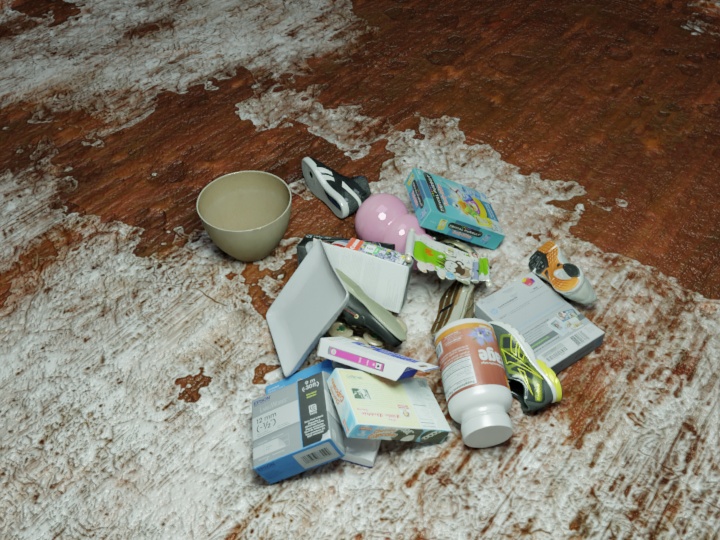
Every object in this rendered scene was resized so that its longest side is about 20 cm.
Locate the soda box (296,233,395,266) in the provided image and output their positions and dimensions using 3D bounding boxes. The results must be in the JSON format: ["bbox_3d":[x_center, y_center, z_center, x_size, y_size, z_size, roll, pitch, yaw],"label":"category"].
[{"bbox_3d":[-0.030,-0.023,1.504,0.197,0.072,0.063,7,29,15],"label":"soda box"}]

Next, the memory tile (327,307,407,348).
[{"bbox_3d":[-0.015,0.088,1.428,0.152,0.017,0.200,-21,45,-33],"label":"memory tile"}]

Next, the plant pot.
[{"bbox_3d":[-0.240,-0.099,1.562,0.197,0.136,0.202,-1,44,1],"label":"plant pot"}]

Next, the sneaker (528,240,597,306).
[{"bbox_3d":[0.411,0.014,1.482,0.076,0.092,0.201,-43,24,13],"label":"sneaker"}]

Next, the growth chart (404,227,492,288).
[{"bbox_3d":[0.175,-0.021,1.442,0.198,0.018,0.145,18,32,-13],"label":"growth chart"}]

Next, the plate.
[{"bbox_3d":[-0.097,0.070,1.363,0.032,0.200,0.201,25,20,-32],"label":"plate"}]

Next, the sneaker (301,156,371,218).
[{"bbox_3d":[-0.049,-0.206,1.719,0.111,0.074,0.200,-23,56,-25],"label":"sneaker"}]

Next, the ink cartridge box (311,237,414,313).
[{"bbox_3d":[0.000,0.000,1.439,0.198,0.110,0.050,18,32,12],"label":"ink cartridge box"}]

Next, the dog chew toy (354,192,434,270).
[{"bbox_3d":[0.082,-0.075,1.544,0.199,0.125,0.124,39,57,25],"label":"dog chew toy"}]

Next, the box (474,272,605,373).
[{"bbox_3d":[0.341,0.103,1.404,0.155,0.041,0.200,-26,50,-24],"label":"box"}]

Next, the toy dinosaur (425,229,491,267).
[{"bbox_3d":[0.188,-0.061,1.574,0.087,0.048,0.200,-18,49,-31],"label":"toy dinosaur"}]

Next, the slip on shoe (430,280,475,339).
[{"bbox_3d":[0.194,0.079,1.424,0.061,0.076,0.201,45,37,-12],"label":"slip on shoe"}]

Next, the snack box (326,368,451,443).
[{"bbox_3d":[0.048,0.228,1.220,0.198,0.037,0.117,13,35,-33],"label":"snack box"}]

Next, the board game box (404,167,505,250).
[{"bbox_3d":[0.204,-0.134,1.582,0.198,0.047,0.152,15,38,-27],"label":"board game box"}]

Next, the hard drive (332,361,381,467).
[{"bbox_3d":[-0.012,0.240,1.286,0.130,0.026,0.201,11,46,13],"label":"hard drive"}]

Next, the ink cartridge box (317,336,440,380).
[{"bbox_3d":[0.031,0.156,1.262,0.198,0.038,0.094,13,2,23],"label":"ink cartridge box"}]

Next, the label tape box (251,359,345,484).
[{"bbox_3d":[-0.110,0.237,1.229,0.142,0.066,0.201,-24,45,12],"label":"label tape box"}]

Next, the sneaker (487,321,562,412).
[{"bbox_3d":[0.272,0.170,1.313,0.084,0.075,0.200,-26,49,-22],"label":"sneaker"}]

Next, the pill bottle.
[{"bbox_3d":[0.198,0.194,1.257,0.111,0.113,0.202,-6,54,-5],"label":"pill bottle"}]

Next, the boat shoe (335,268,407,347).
[{"bbox_3d":[0.003,0.080,1.381,0.201,0.074,0.063,40,101,19],"label":"boat shoe"}]
